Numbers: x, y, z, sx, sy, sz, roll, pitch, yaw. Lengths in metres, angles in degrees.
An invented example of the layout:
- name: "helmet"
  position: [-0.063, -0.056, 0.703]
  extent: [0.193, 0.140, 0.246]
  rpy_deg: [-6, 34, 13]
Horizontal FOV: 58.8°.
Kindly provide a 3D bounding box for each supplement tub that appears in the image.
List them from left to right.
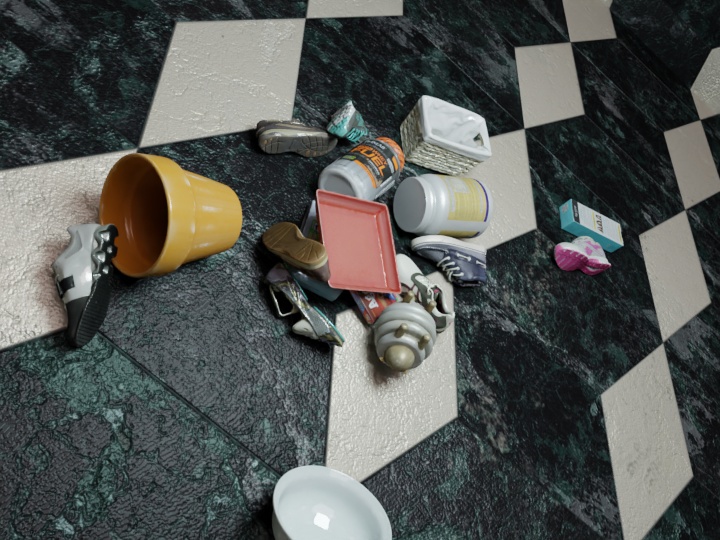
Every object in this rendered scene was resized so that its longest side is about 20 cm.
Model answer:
- name: "supplement tub"
  position: [0.007, -0.213, 1.415]
  extent: [0.123, 0.122, 0.200]
  rpy_deg: [47, 48, -1]
- name: "supplement tub"
  position: [0.191, -0.148, 1.484]
  extent: [0.199, 0.145, 0.146]
  rpy_deg: [0, 64, -34]

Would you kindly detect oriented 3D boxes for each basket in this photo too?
- name: "basket"
  position: [0.211, -0.332, 1.620]
  extent: [0.199, 0.123, 0.136]
  rpy_deg: [11, 59, -27]

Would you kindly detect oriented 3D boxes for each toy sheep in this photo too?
- name: "toy sheep"
  position: [0.091, 0.120, 1.271]
  extent: [0.138, 0.138, 0.200]
  rpy_deg: [35, 42, -11]

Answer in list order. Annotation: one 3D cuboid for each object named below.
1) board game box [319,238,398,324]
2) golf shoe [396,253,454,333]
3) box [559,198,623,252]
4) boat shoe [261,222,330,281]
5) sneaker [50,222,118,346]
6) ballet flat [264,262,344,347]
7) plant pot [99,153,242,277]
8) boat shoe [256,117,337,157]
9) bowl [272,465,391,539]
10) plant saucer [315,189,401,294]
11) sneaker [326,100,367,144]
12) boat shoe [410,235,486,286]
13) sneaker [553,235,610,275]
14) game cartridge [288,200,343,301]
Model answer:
- name: "board game box"
  position: [0.000, 0.000, 1.314]
  extent: [0.103, 0.019, 0.200]
  rpy_deg: [-37, 100, -46]
- name: "golf shoe"
  position: [0.137, 0.040, 1.378]
  extent: [0.077, 0.088, 0.200]
  rpy_deg: [-22, 76, -38]
- name: "box"
  position: [0.670, -0.127, 1.853]
  extent: [0.200, 0.049, 0.083]
  rpy_deg: [22, 53, -22]
- name: "boat shoe"
  position: [-0.120, -0.031, 1.216]
  extent: [0.072, 0.200, 0.072]
  rpy_deg: [-40, 129, -20]
- name: "sneaker"
  position: [-0.449, 0.021, 1.017]
  extent: [0.088, 0.074, 0.201]
  rpy_deg: [5, 73, 2]
- name: "ballet flat"
  position: [-0.114, 0.079, 1.212]
  extent: [0.200, 0.072, 0.072]
  rpy_deg: [52, 49, 3]
- name: "plant pot"
  position: [-0.313, -0.093, 1.102]
  extent: [0.183, 0.200, 0.201]
  rpy_deg: [-5, 65, -53]
- name: "boat shoe"
  position: [-0.138, -0.301, 1.403]
  extent: [0.200, 0.074, 0.073]
  rpy_deg: [-3, 60, -41]
- name: "bowl"
  position: [-0.059, 0.411, 1.004]
  extent: [0.201, 0.091, 0.201]
  rpy_deg: [23, 21, -10]
- name: "plant saucer"
  position: [-0.011, -0.050, 1.284]
  extent: [0.199, 0.037, 0.201]
  rpy_deg: [7, 68, -43]
- name: "sneaker"
  position: [-0.019, -0.328, 1.465]
  extent: [0.091, 0.078, 0.200]
  rpy_deg: [48, 20, -16]
- name: "boat shoe"
  position: [0.208, -0.019, 1.468]
  extent: [0.199, 0.075, 0.093]
  rpy_deg: [8, 66, -22]
- name: "sneaker"
  position: [0.595, -0.050, 1.745]
  extent: [0.200, 0.081, 0.088]
  rpy_deg: [14, 55, -37]
- name: "game cartridge"
  position: [-0.070, -0.041, 1.322]
  extent: [0.133, 0.040, 0.200]
  rpy_deg: [29, 51, -21]
